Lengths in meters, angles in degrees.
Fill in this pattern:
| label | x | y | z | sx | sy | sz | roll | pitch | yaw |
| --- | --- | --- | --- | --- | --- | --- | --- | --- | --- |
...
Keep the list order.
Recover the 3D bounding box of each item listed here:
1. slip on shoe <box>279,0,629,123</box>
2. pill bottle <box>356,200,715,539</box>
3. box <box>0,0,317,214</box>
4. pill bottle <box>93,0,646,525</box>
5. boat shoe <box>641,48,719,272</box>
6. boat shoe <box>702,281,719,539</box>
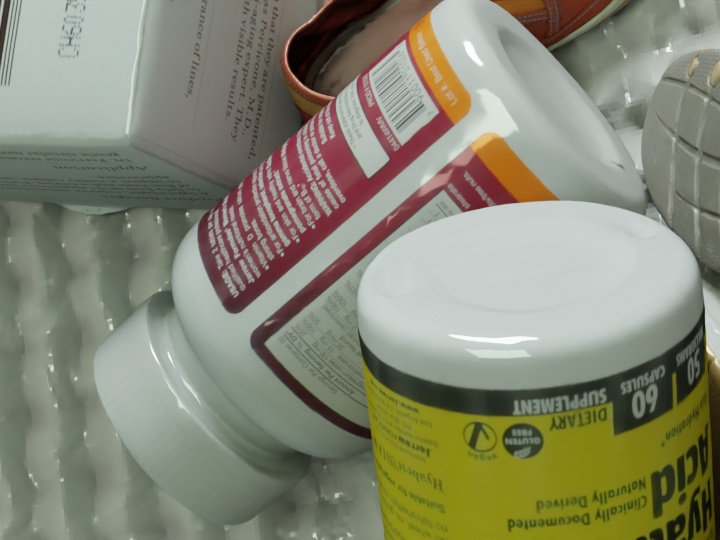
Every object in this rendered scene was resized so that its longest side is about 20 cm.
| label | x | y | z | sx | sy | sz | roll | pitch | yaw |
| --- | --- | --- | --- | --- | --- | --- | --- | --- | --- |
| slip on shoe | 0.052 | -0.118 | 0.798 | 0.200 | 0.061 | 0.074 | -36 | 66 | 14 |
| pill bottle | 0.063 | 0.088 | 0.688 | 0.111 | 0.111 | 0.201 | 6 | 118 | 26 |
| box | -0.128 | -0.134 | 0.846 | 0.198 | 0.131 | 0.201 | 3 | 81 | 26 |
| pill bottle | 0.000 | 0.000 | 0.770 | 0.200 | 0.109 | 0.110 | -40 | 66 | 18 |
| boat shoe | 0.173 | -0.017 | 0.713 | 0.200 | 0.072 | 0.076 | 43 | 115 | 48 |
| boat shoe | 0.158 | 0.068 | 0.707 | 0.069 | 0.071 | 0.200 | -18 | 50 | -21 |
